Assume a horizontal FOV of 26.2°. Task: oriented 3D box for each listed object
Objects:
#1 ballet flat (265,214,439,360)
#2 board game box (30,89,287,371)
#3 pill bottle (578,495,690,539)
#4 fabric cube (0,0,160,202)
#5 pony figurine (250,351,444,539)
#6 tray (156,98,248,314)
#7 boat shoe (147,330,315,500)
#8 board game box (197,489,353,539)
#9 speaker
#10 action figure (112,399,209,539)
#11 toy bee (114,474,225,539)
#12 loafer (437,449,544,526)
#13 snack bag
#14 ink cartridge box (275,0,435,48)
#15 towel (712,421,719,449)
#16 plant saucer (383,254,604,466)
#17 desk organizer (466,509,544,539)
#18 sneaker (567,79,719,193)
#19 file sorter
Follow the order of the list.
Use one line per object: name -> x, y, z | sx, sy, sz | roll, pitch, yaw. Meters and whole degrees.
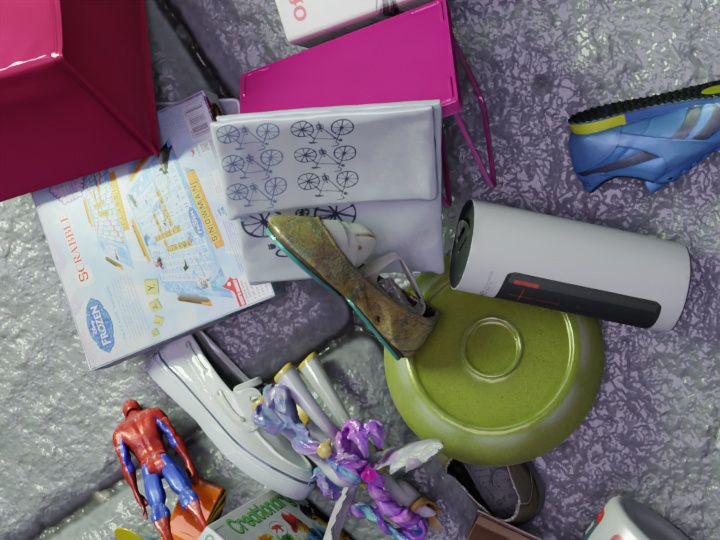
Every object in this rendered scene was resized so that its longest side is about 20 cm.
ballet flat -> 0.000, 0.000, 1.304 | 0.070, 0.071, 0.200 | -36, 127, 13
board game box -> -0.192, -0.035, 1.437 | 0.198, 0.041, 0.202 | -21, 84, 15
pill bottle -> 0.211, 0.312, 1.363 | 0.119, 0.120, 0.201 | 37, 102, 7
fabric cube -> -0.312, -0.197, 1.372 | 0.197, 0.196, 0.202 | -14, 65, 12
pony figurine -> -0.007, 0.170, 1.363 | 0.167, 0.193, 0.200 | -45, 84, 9
tray -> -0.157, -0.059, 1.467 | 0.106, 0.022, 0.203 | -1, 94, 13
boat shoe -> -0.112, 0.129, 1.445 | 0.199, 0.074, 0.067 | 39, 103, 8
board game box -> -0.061, 0.258, 1.376 | 0.126, 0.200, 0.035 | 39, 103, 11
speaker -> 0.178, -0.005, 1.332 | 0.197, 0.081, 0.082 | 12, 98, -9
action figure -> -0.185, 0.191, 1.437 | 0.065, 0.052, 0.201 | -29, 49, -3
toy bee -> -0.189, 0.294, 1.476 | 0.200, 0.109, 0.131 | -43, 76, -12
loafer -> 0.098, 0.145, 1.400 | 0.075, 0.070, 0.201 | -38, 86, 13
snack bag -> -0.023, -0.058, 1.296 | 0.186, 0.022, 0.201 | -4, 136, 0
ink cartridge box -> 0.012, -0.299, 1.374 | 0.198, 0.084, 0.148 | -18, 91, 13
towel -> 0.418, 0.104, 1.317 | 0.165, 0.086, 0.201 | 33, 103, 10
plant saucer -> 0.117, 0.071, 1.373 | 0.197, 0.031, 0.203 | -2, 74, 6
desk organizer -> 0.097, 0.324, 1.381 | 0.071, 0.077, 0.202 | 23, 119, 10
sneaker -> 0.280, -0.116, 1.342 | 0.198, 0.066, 0.079 | -12, 104, 14
file sorter -> 0.009, -0.116, 1.352 | 0.198, 0.140, 0.126 | -18, 133, 15
